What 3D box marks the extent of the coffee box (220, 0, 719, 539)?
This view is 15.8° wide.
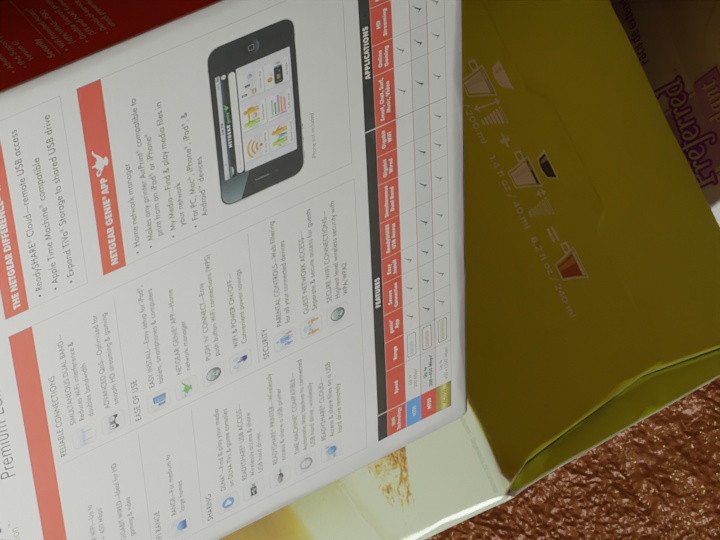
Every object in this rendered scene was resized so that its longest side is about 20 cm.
[{"bbox_3d":[0.000,0.000,1.001,0.197,0.200,0.200,-29,176,39],"label":"coffee box"}]

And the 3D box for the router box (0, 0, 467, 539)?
[{"bbox_3d":[-0.055,-0.005,0.748,0.179,0.049,0.201,-25,136,-23],"label":"router box"}]

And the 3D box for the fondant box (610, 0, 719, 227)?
[{"bbox_3d":[0.175,-0.097,1.063,0.058,0.145,0.200,24,130,-39],"label":"fondant box"}]
